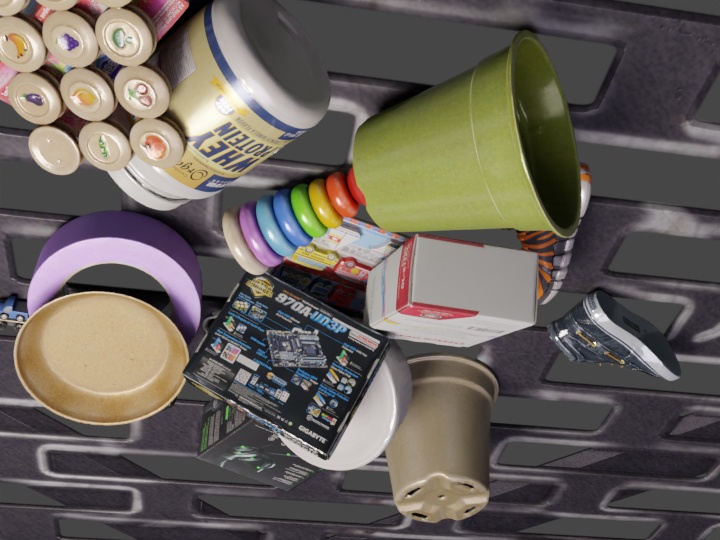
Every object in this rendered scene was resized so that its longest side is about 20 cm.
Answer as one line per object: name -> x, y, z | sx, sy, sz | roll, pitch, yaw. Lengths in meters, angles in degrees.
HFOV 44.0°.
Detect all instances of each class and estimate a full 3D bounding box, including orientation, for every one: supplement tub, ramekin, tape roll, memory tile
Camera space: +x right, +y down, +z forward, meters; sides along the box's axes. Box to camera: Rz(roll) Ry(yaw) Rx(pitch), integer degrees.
supplement tub -> -0.143, -0.157, 0.848 | 0.200, 0.145, 0.144 | -30, 131, 28
ramekin -> -0.024, 0.152, 1.176 | 0.202, 0.203, 0.094 | -29, 174, 28
tape roll -> -0.292, 0.030, 1.075 | 0.199, 0.066, 0.201 | -4, 123, -6
memory tile -> -0.237, -0.172, 0.754 | 0.152, 0.017, 0.201 | 1, 127, 13

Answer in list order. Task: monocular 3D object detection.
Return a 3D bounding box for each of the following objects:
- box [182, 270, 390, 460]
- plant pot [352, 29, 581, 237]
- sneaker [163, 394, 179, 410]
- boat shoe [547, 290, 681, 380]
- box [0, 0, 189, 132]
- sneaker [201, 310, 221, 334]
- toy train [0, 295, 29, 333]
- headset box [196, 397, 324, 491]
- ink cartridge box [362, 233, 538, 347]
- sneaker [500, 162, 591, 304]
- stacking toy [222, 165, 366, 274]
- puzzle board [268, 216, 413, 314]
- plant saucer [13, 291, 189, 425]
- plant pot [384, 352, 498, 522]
box -> -0.087, 0.107, 1.062 | 0.199, 0.159, 0.046 | 27, 161, 8
plant pot -> 0.101, -0.116, 0.896 | 0.189, 0.201, 0.200 | -10, 140, 29
sneaker -> -0.303, 0.122, 1.198 | 0.073, 0.088, 0.200 | -18, 136, 18
boat shoe -> 0.348, 0.103, 1.221 | 0.200, 0.071, 0.091 | 35, 129, -25
box -> -0.241, -0.227, 0.799 | 0.095, 0.100, 0.200 | 31, 128, -31
sneaker -> -0.117, 0.106, 1.125 | 0.199, 0.071, 0.073 | 22, 106, 26
toy train -> -0.512, 0.044, 1.146 | 0.199, 0.034, 0.046 | 10, 125, -12
headset box -> -0.122, 0.235, 1.325 | 0.174, 0.093, 0.200 | 28, 132, -29
ink cartridge box -> 0.097, 0.029, 1.030 | 0.145, 0.083, 0.200 | 8, 167, -13
sneaker -> 0.192, -0.048, 1.047 | 0.111, 0.078, 0.201 | 5, 127, -2
stacking toy -> -0.053, -0.071, 1.009 | 0.199, 0.086, 0.085 | -25, 134, 14
puzzle board -> 0.000, 0.000, 1.127 | 0.199, 0.017, 0.151 | 18, 135, -22
plant saucer -> -0.303, 0.098, 1.058 | 0.199, 0.036, 0.201 | -4, 124, -6
plant pot -> 0.111, 0.252, 1.288 | 0.199, 0.184, 0.201 | -1, 139, -1
